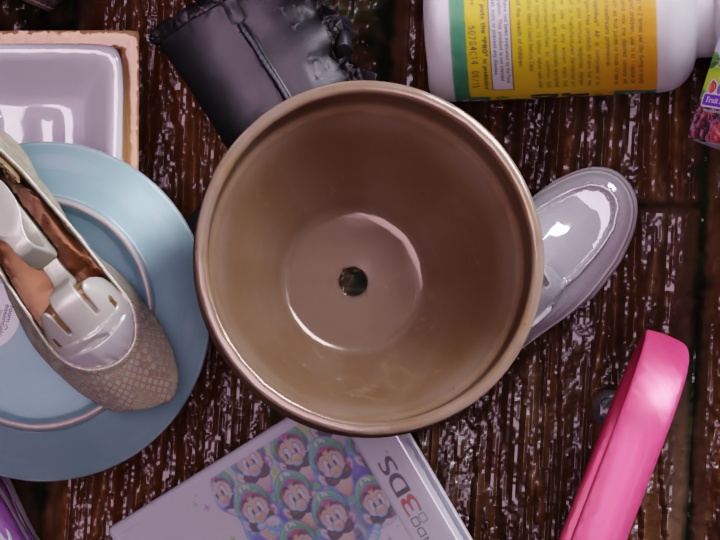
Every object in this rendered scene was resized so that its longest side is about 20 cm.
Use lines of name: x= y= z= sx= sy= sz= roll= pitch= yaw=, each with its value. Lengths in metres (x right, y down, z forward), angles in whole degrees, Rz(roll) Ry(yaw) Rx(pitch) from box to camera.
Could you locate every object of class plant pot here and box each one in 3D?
plant pot: x=0.000 y=0.000 z=1.558 sx=0.200 sy=0.093 sz=0.202 roll=2 pitch=79 yaw=-8

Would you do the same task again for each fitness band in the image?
fitness band: x=0.146 y=0.133 z=1.580 sx=0.037 sy=0.144 sz=0.201 roll=20 pitch=90 yaw=3

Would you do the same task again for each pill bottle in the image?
pill bottle: x=0.138 y=-0.160 z=1.608 sx=0.199 sy=0.113 sz=0.114 roll=-3 pitch=88 yaw=4

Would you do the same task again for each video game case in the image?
video game case: x=-0.029 y=0.185 z=1.623 sx=0.200 sy=0.024 sz=0.183 roll=-32 pitch=86 yaw=21

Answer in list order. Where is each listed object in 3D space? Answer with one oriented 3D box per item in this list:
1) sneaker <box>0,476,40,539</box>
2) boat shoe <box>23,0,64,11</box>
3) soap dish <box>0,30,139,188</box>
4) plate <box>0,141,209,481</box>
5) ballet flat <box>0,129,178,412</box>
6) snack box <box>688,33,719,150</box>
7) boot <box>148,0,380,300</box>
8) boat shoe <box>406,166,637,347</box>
sneaker: x=-0.212 y=0.192 z=1.620 sx=0.073 sy=0.114 sz=0.201 roll=-38 pitch=87 yaw=0
boat shoe: x=-0.271 y=-0.192 z=1.665 sx=0.199 sy=0.074 sz=0.074 roll=23 pitch=100 yaw=13
soap dish: x=-0.230 y=-0.064 z=1.646 sx=0.199 sy=0.081 sz=0.158 roll=0 pitch=88 yaw=4
plate: x=-0.187 y=0.025 z=1.589 sx=0.199 sy=0.026 sz=0.201 roll=0 pitch=92 yaw=2
ballet flat: x=-0.179 y=0.003 z=1.544 sx=0.067 sy=0.062 sz=0.200 roll=-39 pitch=89 yaw=3
snack box: x=0.299 y=-0.112 z=1.575 sx=0.199 sy=0.053 sz=0.143 roll=18 pitch=88 yaw=-31
boot: x=-0.075 y=-0.082 z=1.640 sx=0.198 sy=0.073 sz=0.163 roll=-28 pitch=89 yaw=-5
boat shoe: x=0.085 y=0.012 z=1.626 sx=0.200 sy=0.069 sz=0.072 roll=-36 pitch=86 yaw=2
